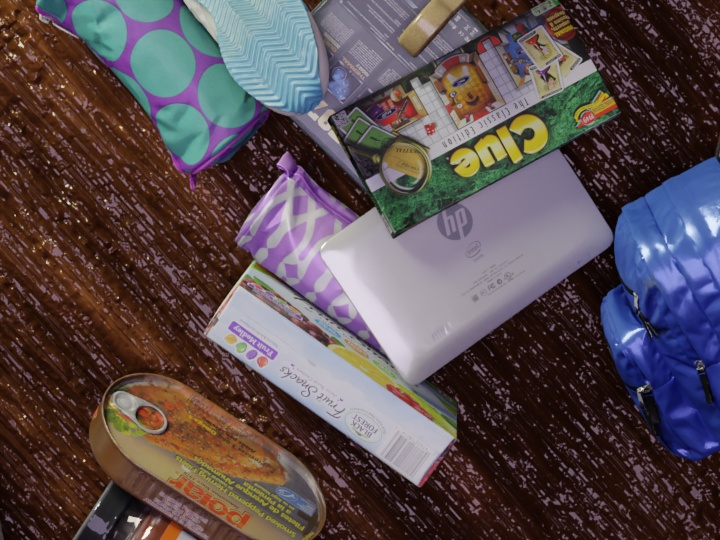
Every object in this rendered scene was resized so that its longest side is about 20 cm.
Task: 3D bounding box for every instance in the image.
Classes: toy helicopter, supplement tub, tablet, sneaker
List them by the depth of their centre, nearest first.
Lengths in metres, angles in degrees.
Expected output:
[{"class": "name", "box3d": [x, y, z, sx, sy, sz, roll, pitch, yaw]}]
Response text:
[{"class": "toy helicopter", "box3d": [0.101, -0.236, 1.630, 0.079, 0.132, 0.200, 42, 74, -3]}, {"class": "sneaker", "box3d": [-0.073, -0.182, 1.642, 0.076, 0.081, 0.200, -40, 52, 8]}, {"class": "tablet", "box3d": [0.082, -0.020, 1.668, 0.200, 0.014, 0.130, -35, 97, -10]}, {"class": "supplement tub", "box3d": [-0.129, 0.245, 1.725, 0.200, 0.107, 0.107, 33, 96, -3]}]

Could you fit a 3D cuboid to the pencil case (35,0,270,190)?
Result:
[{"class": "pencil case", "box3d": [-0.162, -0.166, 1.691, 0.092, 0.085, 0.200, -41, 94, 6]}]

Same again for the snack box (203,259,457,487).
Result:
[{"class": "snack box", "box3d": [-0.019, 0.076, 1.685, 0.200, 0.142, 0.053, 36, 97, -3]}]

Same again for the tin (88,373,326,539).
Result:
[{"class": "tin", "box3d": [-0.121, 0.157, 1.713, 0.200, 0.112, 0.042, 34, 120, -2]}]

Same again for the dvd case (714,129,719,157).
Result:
[{"class": "dvd case", "box3d": [0.355, -0.112, 1.716, 0.146, 0.022, 0.200, 11, 95, 0]}]

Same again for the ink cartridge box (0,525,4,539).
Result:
[{"class": "ink cartridge box", "box3d": [-0.371, 0.173, 1.703, 0.147, 0.146, 0.200, -10, 96, 2]}]

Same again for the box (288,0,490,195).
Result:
[{"class": "box", "box3d": [0.039, -0.137, 1.706, 0.200, 0.051, 0.158, 43, 95, -4]}]

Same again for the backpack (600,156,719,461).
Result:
[{"class": "backpack", "box3d": [0.264, 0.030, 1.645, 0.168, 0.163, 0.200, -26, 109, 3]}]

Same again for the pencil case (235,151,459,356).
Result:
[{"class": "pencil case", "box3d": [0.000, 0.000, 1.704, 0.200, 0.084, 0.086, 34, 130, -4]}]

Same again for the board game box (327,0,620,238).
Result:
[{"class": "board game box", "box3d": [0.086, -0.116, 1.656, 0.200, 0.023, 0.105, -29, 88, -9]}]
